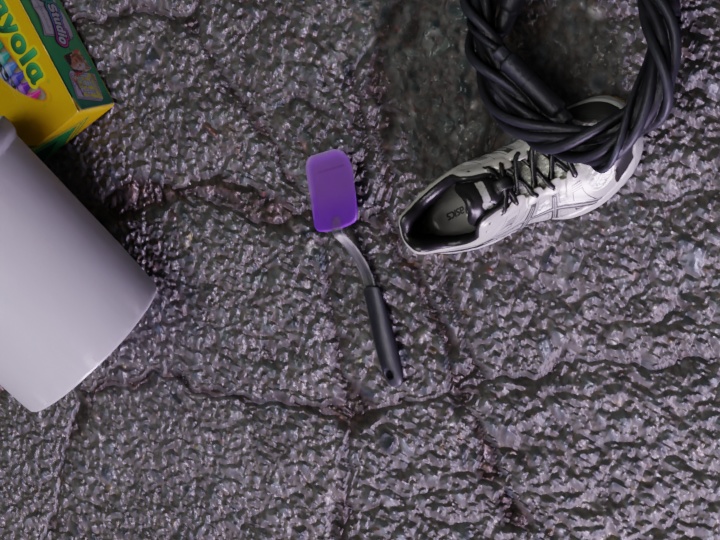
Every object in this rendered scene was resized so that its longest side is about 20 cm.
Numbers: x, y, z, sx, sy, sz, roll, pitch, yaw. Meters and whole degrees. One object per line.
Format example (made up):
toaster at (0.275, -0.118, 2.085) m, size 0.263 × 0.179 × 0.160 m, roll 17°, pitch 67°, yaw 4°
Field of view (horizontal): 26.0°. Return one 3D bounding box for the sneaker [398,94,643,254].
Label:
sneaker at (0.115, -0.059, 1.136) m, size 0.199 × 0.087 × 0.076 m, roll -31°, pitch 84°, yaw 34°

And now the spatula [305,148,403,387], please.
spatula at (0.000, 0.000, 1.265) m, size 0.056 × 0.020 × 0.201 m, roll -14°, pitch 98°, yaw 47°

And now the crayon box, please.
crayon box at (-0.336, -0.192, 1.406) m, size 0.172 × 0.058 × 0.201 m, roll -31°, pitch 86°, yaw 35°

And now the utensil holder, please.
utensil holder at (-0.298, -0.002, 1.337) m, size 0.170 × 0.170 × 0.200 m, roll -33°, pitch 107°, yaw 35°

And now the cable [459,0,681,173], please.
cable at (0.144, -0.164, 1.076) m, size 0.162 × 0.051 × 0.202 m, roll -11°, pitch 79°, yaw 28°
